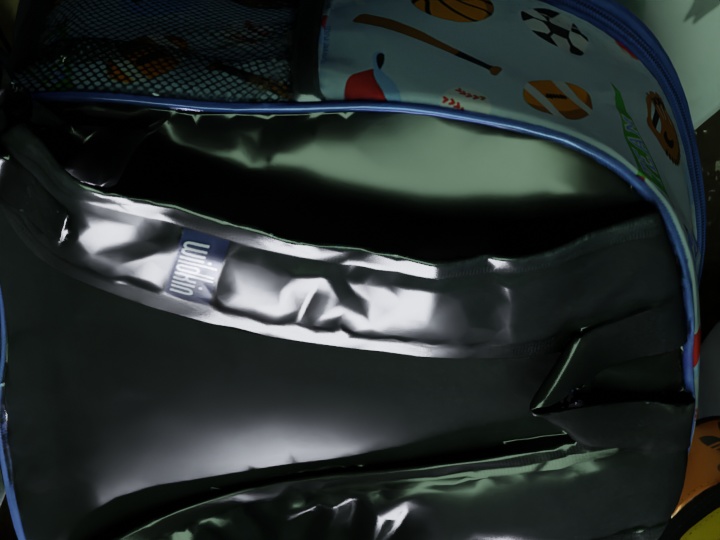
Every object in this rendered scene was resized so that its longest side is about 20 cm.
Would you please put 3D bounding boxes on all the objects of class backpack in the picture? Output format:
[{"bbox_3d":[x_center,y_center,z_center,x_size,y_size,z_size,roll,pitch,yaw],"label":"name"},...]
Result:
[{"bbox_3d":[0.000,0.000,0.754,0.189,0.154,0.201,6,132,11],"label":"backpack"}]

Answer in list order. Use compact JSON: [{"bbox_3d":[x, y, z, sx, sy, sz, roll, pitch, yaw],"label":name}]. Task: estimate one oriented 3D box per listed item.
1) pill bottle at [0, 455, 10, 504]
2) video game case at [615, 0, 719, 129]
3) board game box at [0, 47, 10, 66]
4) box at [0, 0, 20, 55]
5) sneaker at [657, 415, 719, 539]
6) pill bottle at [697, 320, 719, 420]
[{"bbox_3d":[-0.205,0.042,0.772,0.199,0.117,0.117,-13,128,19],"label":"pill bottle"},{"bbox_3d":[0.051,-0.123,0.759,0.200,0.022,0.182,34,125,-22],"label":"video game case"},{"bbox_3d":[-0.202,-0.038,0.774,0.199,0.035,0.135,-12,159,16],"label":"board game box"},{"bbox_3d":[-0.156,-0.056,0.832,0.199,0.021,0.164,-14,127,17],"label":"box"},{"bbox_3d":[0.072,0.115,0.820,0.070,0.090,0.200,-1,152,-33],"label":"sneaker"},{"bbox_3d":[0.117,0.112,0.893,0.112,0.113,0.200,19,130,-11],"label":"pill bottle"}]
